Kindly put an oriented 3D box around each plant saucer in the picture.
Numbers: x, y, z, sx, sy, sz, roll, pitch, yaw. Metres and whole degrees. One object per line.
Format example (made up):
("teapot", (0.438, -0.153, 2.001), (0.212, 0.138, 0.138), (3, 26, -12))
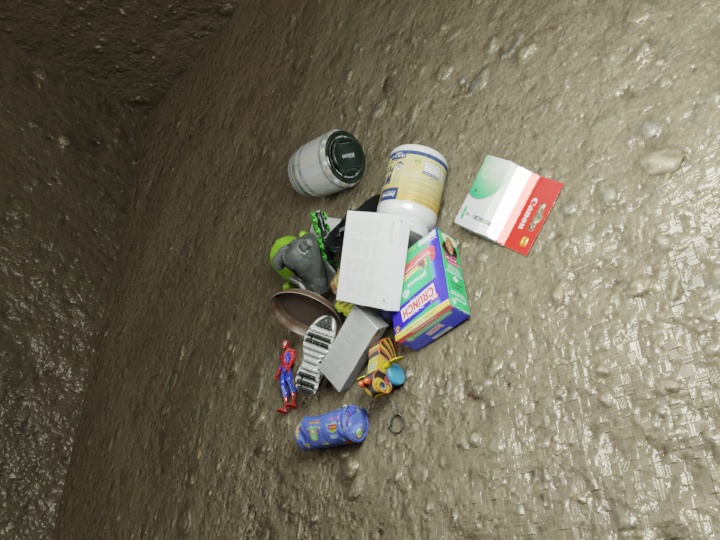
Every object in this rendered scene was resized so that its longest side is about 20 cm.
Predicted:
("plant saucer", (-0.133, 0.106, 1.626), (0.198, 0.200, 0.032), (-22, 35, 44))

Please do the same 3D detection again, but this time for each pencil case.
("pencil case", (-0.067, 0.360, 1.480), (0.198, 0.077, 0.089), (-25, 80, 43))

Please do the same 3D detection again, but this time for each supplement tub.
("supplement tub", (0.117, -0.170, 1.494), (0.143, 0.143, 0.204), (-6, 65, 51))

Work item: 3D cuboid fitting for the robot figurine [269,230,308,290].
("robot figurine", (-0.184, -0.028, 1.830), (0.199, 0.114, 0.179), (28, 100, 57))

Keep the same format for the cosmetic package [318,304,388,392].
("cosmetic package", (-0.018, 0.177, 1.495), (0.082, 0.050, 0.202), (43, 120, 23))

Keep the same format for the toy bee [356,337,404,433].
("toy bee", (0.045, 0.227, 1.389), (0.131, 0.108, 0.201), (-49, 38, 19))

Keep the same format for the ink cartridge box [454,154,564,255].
("ink cartridge box", (0.296, -0.137, 1.323), (0.163, 0.050, 0.199), (-63, 33, 5))

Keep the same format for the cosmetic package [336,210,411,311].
("cosmetic package", (0.027, -0.023, 1.413), (0.149, 0.051, 0.205), (9, 92, 43))

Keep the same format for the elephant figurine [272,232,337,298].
("elephant figurine", (-0.123, 0.015, 1.658), (0.139, 0.203, 0.155), (-24, 12, 19))

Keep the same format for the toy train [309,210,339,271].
("toy train", (-0.092, -0.062, 1.704), (0.056, 0.041, 0.204), (23, 130, 63))

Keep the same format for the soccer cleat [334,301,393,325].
("soccer cleat", (0.021, 0.080, 1.529), (0.198, 0.064, 0.086), (6, 88, 43))

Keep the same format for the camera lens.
("camera lens", (-0.095, -0.298, 1.836), (0.198, 0.158, 0.163), (-13, 60, 49))

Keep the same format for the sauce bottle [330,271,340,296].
("sauce bottle", (0.013, -0.009, 1.496), (0.199, 0.065, 0.067), (-39, 43, 32))

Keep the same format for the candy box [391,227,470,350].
("candy box", (0.141, 0.041, 1.395), (0.168, 0.076, 0.203), (-38, 44, 36))

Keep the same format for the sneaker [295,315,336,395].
("sneaker", (-0.103, 0.203, 1.598), (0.074, 0.081, 0.204), (23, 103, 16))

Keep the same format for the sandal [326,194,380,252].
("sandal", (-0.016, -0.126, 1.613), (0.200, 0.043, 0.076), (-46, 47, -17))

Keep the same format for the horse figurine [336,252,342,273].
("horse figurine", (0.000, 0.000, 1.587), (0.201, 0.049, 0.134), (55, 141, 33))

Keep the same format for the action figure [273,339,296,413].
("action figure", (-0.200, 0.276, 1.737), (0.065, 0.051, 0.203), (-39, 40, 38))

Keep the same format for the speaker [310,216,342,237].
("speaker", (-0.054, -0.097, 1.732), (0.199, 0.080, 0.083), (14, 81, 55))
